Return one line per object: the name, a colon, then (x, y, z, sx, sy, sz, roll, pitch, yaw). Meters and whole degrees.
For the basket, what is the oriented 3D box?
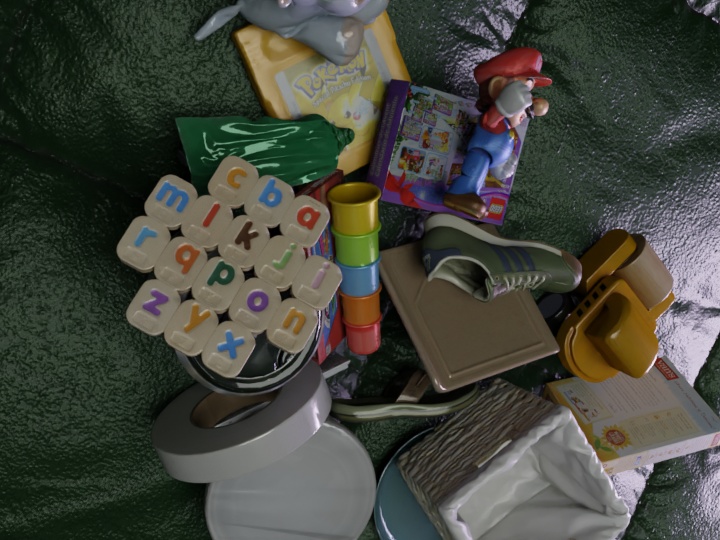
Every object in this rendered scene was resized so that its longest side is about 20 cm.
basket: (0.186, 0.275, 1.253, 0.198, 0.161, 0.200, -37, 112, -11)

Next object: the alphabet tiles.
alphabet tiles: (-0.123, -0.006, 0.963, 0.200, 0.015, 0.196, 29, 71, 0)

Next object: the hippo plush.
hippo plush: (-0.056, -0.316, 1.035, 0.199, 0.161, 0.160, 10, 80, -10)

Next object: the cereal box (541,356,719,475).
cereal box: (0.361, 0.191, 1.345, 0.199, 0.144, 0.040, -9, 132, -19)

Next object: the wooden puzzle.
wooden puzzle: (0.124, 0.042, 1.211, 0.199, 0.037, 0.185, -13, 68, -33)

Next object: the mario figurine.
mario figurine: (0.167, -0.152, 1.143, 0.106, 0.123, 0.201, 17, 96, -26)

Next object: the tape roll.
tape roll: (-0.129, 0.157, 1.107, 0.202, 0.203, 0.037, -26, 111, -15)

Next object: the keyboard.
keyboard: (-0.107, 0.145, 1.191, 0.200, 0.056, 0.011, -25, 106, -15)

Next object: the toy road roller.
toy road roller: (0.335, 0.056, 1.301, 0.200, 0.146, 0.123, -46, 114, -7)

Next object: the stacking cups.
stacking cups: (0.000, 0.000, 1.156, 0.060, 0.061, 0.201, -16, 123, -18)

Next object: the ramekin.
ramekin: (-0.088, 0.248, 1.189, 0.202, 0.094, 0.203, -4, 107, -14)

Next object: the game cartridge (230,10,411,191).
game cartridge: (-0.030, -0.214, 1.157, 0.176, 0.032, 0.200, -29, 112, -14)

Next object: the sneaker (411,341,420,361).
sneaker: (0.144, 0.090, 1.254, 0.199, 0.078, 0.091, 9, 54, -18)

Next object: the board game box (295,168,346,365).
board game box: (-0.040, -0.004, 1.154, 0.103, 0.019, 0.201, -46, 137, -56)

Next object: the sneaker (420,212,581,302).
sneaker: (0.162, 0.006, 1.187, 0.200, 0.067, 0.090, 19, 51, -7)

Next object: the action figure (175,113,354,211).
action figure: (-0.095, -0.126, 1.106, 0.199, 0.055, 0.119, -16, 101, -22)

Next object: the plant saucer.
plant saucer: (0.105, 0.291, 1.326, 0.199, 0.027, 0.201, -5, 104, -21)

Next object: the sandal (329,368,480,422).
sandal: (0.058, 0.151, 1.252, 0.200, 0.080, 0.058, -2, 89, -21)

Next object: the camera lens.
camera lens: (-0.137, 0.034, 1.075, 0.159, 0.200, 0.161, -5, 104, -21)

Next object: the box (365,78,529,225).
box: (0.104, -0.136, 1.200, 0.200, 0.039, 0.137, 9, 98, -38)
